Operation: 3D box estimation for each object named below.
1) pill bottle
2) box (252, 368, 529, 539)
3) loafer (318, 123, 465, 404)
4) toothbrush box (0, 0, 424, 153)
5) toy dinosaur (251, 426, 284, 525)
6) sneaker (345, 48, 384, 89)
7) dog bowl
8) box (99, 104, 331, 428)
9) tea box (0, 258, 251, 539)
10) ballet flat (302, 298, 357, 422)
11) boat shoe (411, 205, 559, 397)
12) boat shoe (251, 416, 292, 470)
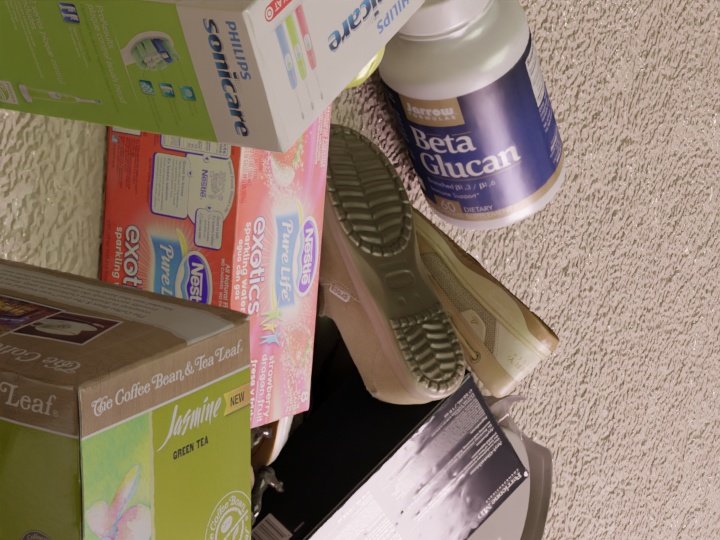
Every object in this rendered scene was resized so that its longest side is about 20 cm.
[{"bbox_3d":[0.073,-0.134,1.331,0.111,0.111,0.201,-57,142,-32],"label":"pill bottle"},{"bbox_3d":[0.006,0.157,1.285,0.200,0.079,0.141,-44,137,-11],"label":"box"},{"bbox_3d":[0.000,0.000,1.221,0.075,0.068,0.201,-3,66,-42],"label":"loafer"},{"bbox_3d":[-0.090,-0.146,0.976,0.146,0.199,0.086,-49,139,-38],"label":"toothbrush box"},{"bbox_3d":[-0.079,0.141,1.154,0.200,0.047,0.088,110,7,-51],"label":"toy dinosaur"},{"bbox_3d":[-0.030,-0.196,1.178,0.105,0.075,0.201,-42,134,-44],"label":"sneaker"},{"bbox_3d":[0.085,0.193,1.507,0.200,0.058,0.201,-26,122,-52],"label":"dog bowl"},{"bbox_3d":[-0.087,-0.014,1.118,0.094,0.102,0.201,-12,109,-56],"label":"box"},{"bbox_3d":[-0.169,0.110,0.930,0.133,0.199,0.198,-23,120,-53],"label":"tea box"},{"bbox_3d":[-0.013,0.041,1.295,0.046,0.067,0.201,-33,133,-61],"label":"ballet flat"},{"bbox_3d":[0.055,0.014,1.298,0.065,0.200,0.072,-49,137,3],"label":"boat shoe"},{"bbox_3d":[-0.058,0.028,1.208,0.069,0.070,0.201,-16,112,-56],"label":"boat shoe"}]
